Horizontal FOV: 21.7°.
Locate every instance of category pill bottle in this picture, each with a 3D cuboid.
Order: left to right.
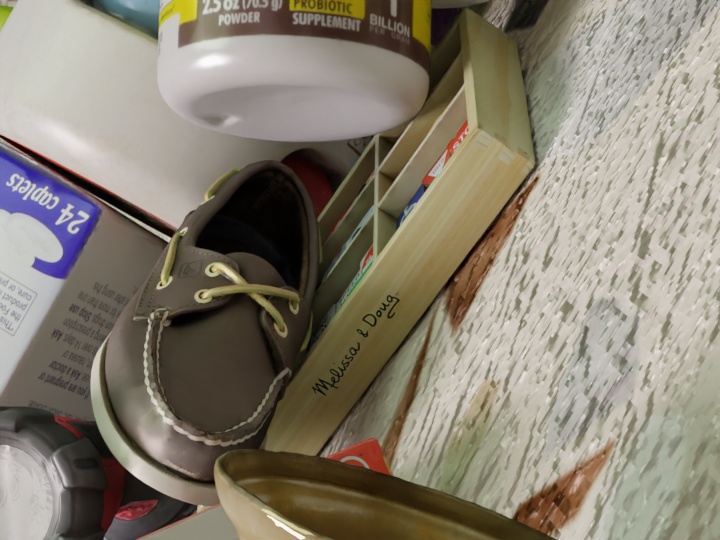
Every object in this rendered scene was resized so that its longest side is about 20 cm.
[{"bbox_3d":[-0.024,-0.160,0.757,0.109,0.109,0.201,155,118,-66],"label":"pill bottle"}]

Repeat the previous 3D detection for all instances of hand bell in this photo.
[{"bbox_3d":[-0.014,0.154,0.439,0.104,0.104,0.201,-148,76,-76],"label":"hand bell"}]

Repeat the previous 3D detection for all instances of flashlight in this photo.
[{"bbox_3d":[-0.108,0.088,0.728,0.200,0.067,0.068,36,-125,-80],"label":"flashlight"}]

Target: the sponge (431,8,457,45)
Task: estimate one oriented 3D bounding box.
[{"bbox_3d":[-0.011,-0.199,0.864,0.030,0.200,0.112,25,85,53],"label":"sponge"}]

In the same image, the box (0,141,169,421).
[{"bbox_3d":[-0.171,0.057,0.916,0.201,0.105,0.184,-61,-23,-4],"label":"box"}]

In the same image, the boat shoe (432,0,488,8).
[{"bbox_3d":[0.061,-0.171,0.785,0.202,0.072,0.061,145,125,-66],"label":"boat shoe"}]

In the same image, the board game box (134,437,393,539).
[{"bbox_3d":[-0.087,0.123,0.613,0.151,0.046,0.200,-20,-8,-31],"label":"board game box"}]

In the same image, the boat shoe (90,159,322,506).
[{"bbox_3d":[-0.052,0.017,0.716,0.060,0.072,0.200,-57,9,22],"label":"boat shoe"}]

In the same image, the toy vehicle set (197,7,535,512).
[{"bbox_3d":[0.000,0.000,0.766,0.200,0.026,0.124,-54,15,23],"label":"toy vehicle set"}]

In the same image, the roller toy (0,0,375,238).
[{"bbox_3d":[-0.075,-0.089,0.892,0.140,0.200,0.182,-61,24,-4],"label":"roller toy"}]
